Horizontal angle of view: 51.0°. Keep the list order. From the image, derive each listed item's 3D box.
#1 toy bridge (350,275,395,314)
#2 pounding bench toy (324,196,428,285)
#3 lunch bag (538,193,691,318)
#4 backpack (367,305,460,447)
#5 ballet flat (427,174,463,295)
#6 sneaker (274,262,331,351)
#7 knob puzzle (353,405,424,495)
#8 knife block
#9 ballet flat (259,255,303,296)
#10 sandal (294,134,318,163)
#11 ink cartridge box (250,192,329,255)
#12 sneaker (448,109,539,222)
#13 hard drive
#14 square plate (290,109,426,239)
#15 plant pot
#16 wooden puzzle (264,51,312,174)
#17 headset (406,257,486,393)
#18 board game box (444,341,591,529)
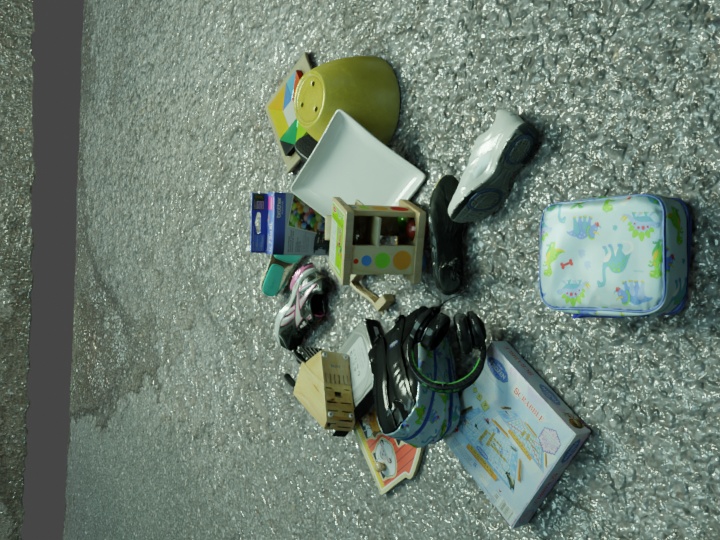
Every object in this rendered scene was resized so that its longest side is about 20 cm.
[{"bbox_3d":[0.000,0.000,1.452,0.067,0.027,0.202,-49,59,40],"label":"toy bridge"},{"bbox_3d":[0.026,-0.063,1.341,0.200,0.154,0.126,-129,41,-69],"label":"pounding bench toy"},{"bbox_3d":[0.333,-0.016,1.006,0.199,0.082,0.163,-2,87,51],"label":"lunch bag"},{"bbox_3d":[0.089,0.191,1.250,0.163,0.153,0.201,-44,18,29],"label":"backpack"},{"bbox_3d":[0.141,-0.059,1.265,0.057,0.065,0.203,148,124,-82],"label":"ballet flat"},{"bbox_3d":[-0.116,0.091,1.573,0.086,0.080,0.202,36,123,33],"label":"sneaker"},{"bbox_3d":[0.051,0.293,1.397,0.218,0.030,0.223,-1,88,51],"label":"knob puzzle"},{"bbox_3d":[-0.088,0.236,1.468,0.175,0.063,0.202,-43,46,46],"label":"knife block"},{"bbox_3d":[-0.166,-0.030,1.645,0.201,0.075,0.064,-54,17,29],"label":"ballet flat"},{"bbox_3d":[-0.065,-0.202,1.520,0.200,0.075,0.045,51,162,34],"label":"sandal"},{"bbox_3d":[-0.117,-0.090,1.472,0.042,0.198,0.121,10,99,61],"label":"ink cartridge box"},{"bbox_3d":[0.202,-0.162,1.194,0.201,0.074,0.088,-55,39,27],"label":"sneaker"},{"bbox_3d":[-0.013,0.207,1.450,0.201,0.037,0.141,-54,38,37],"label":"hard drive"},{"bbox_3d":[-0.006,-0.164,1.394,0.199,0.028,0.199,37,123,1],"label":"square plate"},{"bbox_3d":[-0.042,-0.314,1.427,0.199,0.141,0.203,0,90,52],"label":"plant pot"},{"bbox_3d":[-0.143,-0.341,1.636,0.185,0.037,0.202,-40,59,44],"label":"wooden puzzle"},{"bbox_3d":[0.138,0.086,1.175,0.122,0.094,0.202,6,63,12],"label":"headset"},{"bbox_3d":[0.230,0.250,1.165,0.200,0.041,0.201,50,127,39],"label":"board game box"}]
